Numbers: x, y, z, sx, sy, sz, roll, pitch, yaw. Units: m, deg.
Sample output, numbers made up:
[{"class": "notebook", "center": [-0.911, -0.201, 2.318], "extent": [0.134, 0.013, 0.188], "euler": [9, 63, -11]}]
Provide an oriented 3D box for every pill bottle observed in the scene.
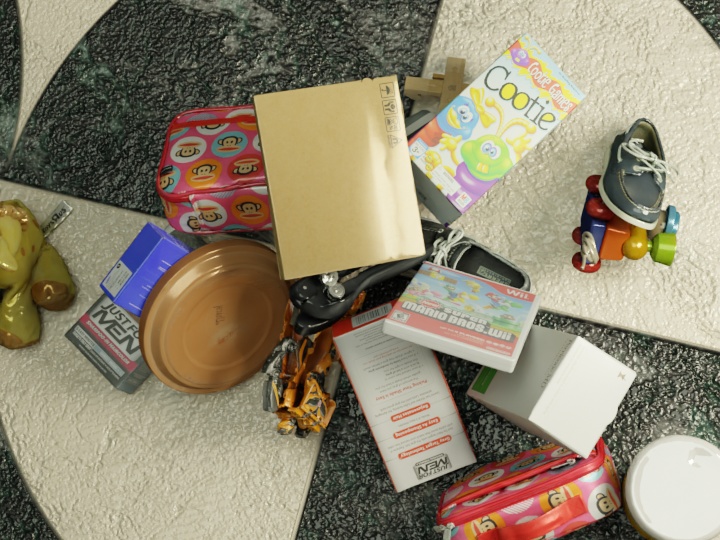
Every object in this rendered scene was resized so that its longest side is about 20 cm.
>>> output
[{"class": "pill bottle", "center": [0.335, 0.237, 1.449], "extent": [0.112, 0.200, 0.113], "euler": [-2, 78, 9]}]

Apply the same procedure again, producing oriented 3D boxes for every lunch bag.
[{"class": "lunch bag", "center": [-0.126, -0.128, 1.567], "extent": [0.199, 0.082, 0.176], "euler": [-4, 45, 9]}, {"class": "lunch bag", "center": [0.182, 0.253, 1.473], "extent": [0.200, 0.176, 0.082], "euler": [-23, 93, 11]}]

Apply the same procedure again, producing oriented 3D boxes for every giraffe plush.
[{"class": "giraffe plush", "center": [-0.442, -0.019, 1.656], "extent": [0.172, 0.162, 0.200], "euler": [24, 84, 14]}]

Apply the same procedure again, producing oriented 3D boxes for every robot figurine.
[{"class": "robot figurine", "center": [-0.055, 0.096, 1.578], "extent": [0.058, 0.145, 0.200], "euler": [5, 68, 26]}]

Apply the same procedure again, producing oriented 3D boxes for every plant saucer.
[{"class": "plant saucer", "center": [-0.160, 0.059, 1.579], "extent": [0.200, 0.200, 0.032], "euler": [-46, 44, -2]}]

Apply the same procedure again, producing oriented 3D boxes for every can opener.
[{"class": "can opener", "center": [0.000, 0.000, 1.533], "extent": [0.200, 0.079, 0.063], "euler": [-34, 84, -30]}]

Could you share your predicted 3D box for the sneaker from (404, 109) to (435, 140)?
[{"class": "sneaker", "center": [-0.013, -0.170, 1.661], "extent": [0.200, 0.084, 0.121], "euler": [-31, 81, 0]}]

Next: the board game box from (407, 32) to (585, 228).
[{"class": "board game box", "center": [0.143, -0.159, 1.562], "extent": [0.200, 0.103, 0.105], "euler": [-44, 90, -10]}]

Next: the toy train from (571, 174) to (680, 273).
[{"class": "toy train", "center": [0.301, -0.029, 1.525], "extent": [0.115, 0.200, 0.085], "euler": [12, 117, 3]}]

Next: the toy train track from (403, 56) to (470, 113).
[{"class": "toy train track", "center": [0.153, -0.206, 1.660], "extent": [0.199, 0.033, 0.115], "euler": [8, 49, 5]}]

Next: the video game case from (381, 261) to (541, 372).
[{"class": "video game case", "center": [0.114, 0.047, 1.482], "extent": [0.143, 0.200, 0.017], "euler": [17, 112, 10]}]

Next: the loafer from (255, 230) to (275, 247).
[{"class": "loafer", "center": [-0.087, -0.059, 1.600], "extent": [0.070, 0.070, 0.200], "euler": [-43, 32, -15]}]

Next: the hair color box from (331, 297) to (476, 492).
[{"class": "hair color box", "center": [0.049, 0.139, 1.546], "extent": [0.101, 0.061, 0.200], "euler": [-21, 103, 2]}]

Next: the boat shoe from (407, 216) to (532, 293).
[{"class": "boat shoe", "center": [0.108, -0.014, 1.610], "extent": [0.199, 0.068, 0.074], "euler": [29, 84, 14]}]

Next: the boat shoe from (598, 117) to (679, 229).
[{"class": "boat shoe", "center": [0.317, -0.112, 1.536], "extent": [0.075, 0.200, 0.062], "euler": [29, 119, -3]}]

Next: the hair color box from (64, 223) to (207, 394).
[{"class": "hair color box", "center": [-0.253, 0.043, 1.664], "extent": [0.099, 0.061, 0.200], "euler": [42, 87, 15]}]

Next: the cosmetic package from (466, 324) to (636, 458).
[{"class": "cosmetic package", "center": [0.205, 0.125, 1.491], "extent": [0.085, 0.200, 0.108], "euler": [33, 83, -13]}]

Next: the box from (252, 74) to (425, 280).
[{"class": "box", "center": [-0.023, -0.101, 1.467], "extent": [0.163, 0.021, 0.200], "euler": [-10, 93, -14]}]

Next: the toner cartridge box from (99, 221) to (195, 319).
[{"class": "toner cartridge box", "center": [-0.199, 0.030, 1.585], "extent": [0.095, 0.200, 0.043], "euler": [-51, 46, 4]}]
